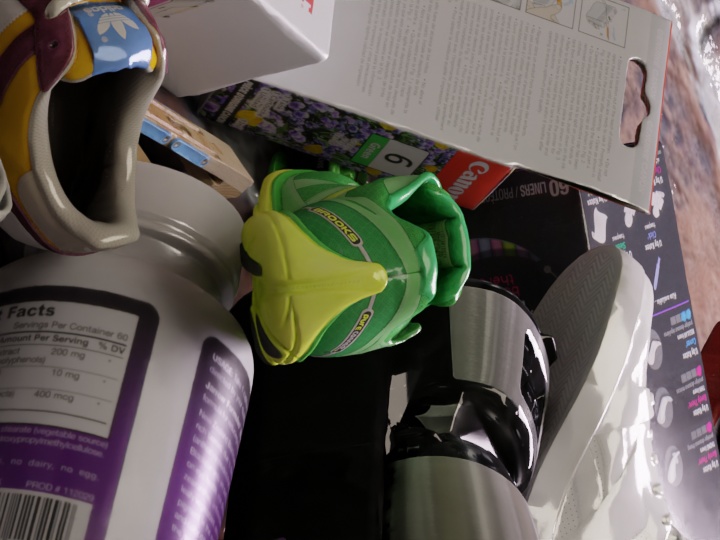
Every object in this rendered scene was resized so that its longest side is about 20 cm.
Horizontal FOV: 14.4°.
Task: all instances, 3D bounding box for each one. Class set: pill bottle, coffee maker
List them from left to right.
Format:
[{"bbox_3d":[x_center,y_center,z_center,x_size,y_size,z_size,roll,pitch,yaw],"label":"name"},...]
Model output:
[{"bbox_3d":[-0.101,0.063,1.040,0.111,0.111,0.200,46,45,-44],"label":"pill bottle"},{"bbox_3d":[-0.014,0.101,1.137,0.200,0.192,0.135,-91,-167,-49],"label":"coffee maker"}]

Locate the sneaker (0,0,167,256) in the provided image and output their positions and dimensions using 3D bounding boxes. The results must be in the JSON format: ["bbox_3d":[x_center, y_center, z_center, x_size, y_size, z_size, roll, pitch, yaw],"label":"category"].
[{"bbox_3d":[-0.104,-0.105,0.986,0.075,0.090,0.200,-17,112,-35],"label":"sneaker"}]

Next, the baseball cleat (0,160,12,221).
[{"bbox_3d":[-0.173,0.013,0.937,0.070,0.106,0.200,33,53,-45],"label":"baseball cleat"}]

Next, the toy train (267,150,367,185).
[{"bbox_3d":[-0.008,-0.076,1.302,0.056,0.042,0.200,58,37,-51],"label":"toy train"}]

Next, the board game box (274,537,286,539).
[{"bbox_3d":[-0.072,0.182,0.988,0.120,0.032,0.200,-25,142,-20],"label":"board game box"}]

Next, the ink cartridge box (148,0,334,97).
[{"bbox_3d":[-0.090,-0.182,1.141,0.200,0.085,0.145,40,48,-48],"label":"ink cartridge box"}]

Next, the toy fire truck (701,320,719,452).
[{"bbox_3d":[0.166,0.125,1.492,0.200,0.112,0.168,-55,155,-51],"label":"toy fire truck"}]

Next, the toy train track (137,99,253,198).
[{"bbox_3d":[-0.104,-0.061,1.137,0.115,0.033,0.200,55,12,27],"label":"toy train track"}]

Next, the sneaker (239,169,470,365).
[{"bbox_3d":[0.000,0.000,1.073,0.200,0.083,0.074,-90,174,-82],"label":"sneaker"}]

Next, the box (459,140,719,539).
[{"bbox_3d":[0.087,0.048,1.344,0.106,0.122,0.200,-17,97,-59],"label":"box"}]

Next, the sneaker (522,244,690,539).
[{"bbox_3d":[0.114,0.099,1.248,0.115,0.074,0.200,23,79,-24],"label":"sneaker"}]

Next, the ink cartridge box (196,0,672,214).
[{"bbox_3d":[0.035,-0.091,1.261,0.200,0.050,0.109,19,61,-15],"label":"ink cartridge box"}]
